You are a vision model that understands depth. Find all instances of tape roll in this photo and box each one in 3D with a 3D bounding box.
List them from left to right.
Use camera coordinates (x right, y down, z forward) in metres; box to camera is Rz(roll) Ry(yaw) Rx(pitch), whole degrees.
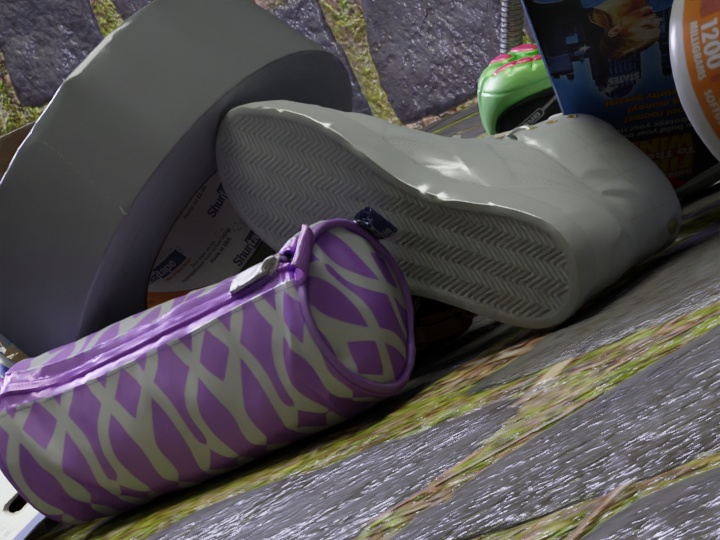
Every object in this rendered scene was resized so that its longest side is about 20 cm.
[{"bbox_3d":[-0.091,-0.034,1.370,0.200,0.066,0.201,-45,-23,-25],"label":"tape roll"}]

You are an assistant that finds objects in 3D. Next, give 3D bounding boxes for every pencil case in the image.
[{"bbox_3d":[-0.069,0.045,1.242,0.200,0.084,0.085,-27,-42,32],"label":"pencil case"}]

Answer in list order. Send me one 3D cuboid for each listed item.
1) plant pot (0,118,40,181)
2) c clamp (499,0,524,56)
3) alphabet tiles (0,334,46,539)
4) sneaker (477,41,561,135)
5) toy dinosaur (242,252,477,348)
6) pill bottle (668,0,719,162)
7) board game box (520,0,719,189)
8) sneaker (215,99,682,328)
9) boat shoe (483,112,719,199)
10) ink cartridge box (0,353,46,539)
[{"bbox_3d":[-0.143,-0.070,1.469,0.200,0.028,0.200,-25,5,2],"label":"plant pot"},{"bbox_3d":[0.110,-0.120,1.682,0.170,0.201,0.027,0,24,-15],"label":"c clamp"},{"bbox_3d":[-0.233,0.074,1.400,0.167,0.200,0.008,-24,-37,-12],"label":"alphabet tiles"},{"bbox_3d":[0.165,-0.097,1.657,0.199,0.084,0.077,-9,18,-5],"label":"sneaker"},{"bbox_3d":[0.018,0.007,1.335,0.199,0.103,0.136,8,15,-11],"label":"toy dinosaur"},{"bbox_3d":[0.226,-0.106,1.136,0.112,0.112,0.200,-30,5,-42],"label":"pill bottle"},{"bbox_3d":[0.156,-0.110,1.306,0.199,0.062,0.200,-10,-35,-5],"label":"board game box"},{"bbox_3d":[0.042,-0.035,1.275,0.200,0.074,0.115,23,30,31],"label":"sneaker"},{"bbox_3d":[0.118,-0.048,1.432,0.200,0.075,0.068,-24,18,34],"label":"boat shoe"},{"bbox_3d":[-0.210,0.073,1.369,0.099,0.200,0.039,-45,-33,-25],"label":"ink cartridge box"}]
